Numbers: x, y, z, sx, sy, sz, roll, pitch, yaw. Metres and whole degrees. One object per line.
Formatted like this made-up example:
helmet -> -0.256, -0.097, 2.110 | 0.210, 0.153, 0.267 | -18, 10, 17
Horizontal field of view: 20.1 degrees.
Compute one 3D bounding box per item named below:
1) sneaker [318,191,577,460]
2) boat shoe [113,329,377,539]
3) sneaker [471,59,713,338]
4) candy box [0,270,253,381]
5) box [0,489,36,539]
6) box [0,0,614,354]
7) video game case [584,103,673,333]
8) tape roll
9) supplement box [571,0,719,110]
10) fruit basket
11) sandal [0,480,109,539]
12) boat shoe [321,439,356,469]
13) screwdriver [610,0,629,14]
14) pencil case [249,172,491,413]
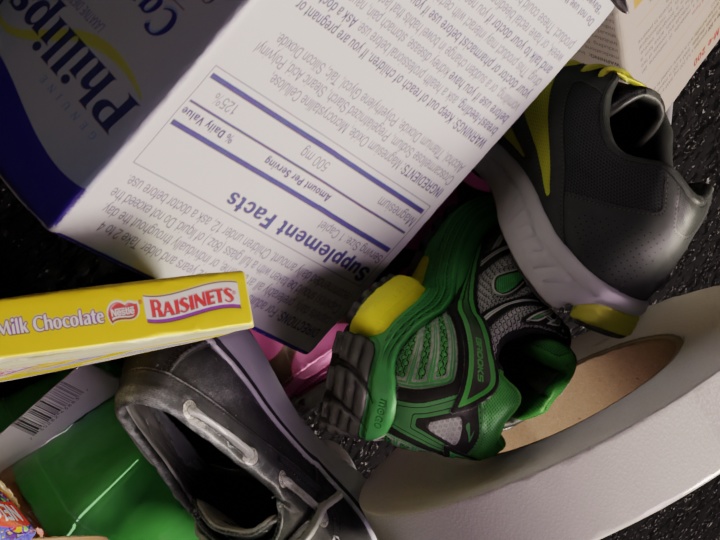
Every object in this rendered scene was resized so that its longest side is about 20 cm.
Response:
sneaker -> 0.054, 0.030, 0.860 | 0.200, 0.085, 0.078 | -46, 153, -58
boat shoe -> -0.043, 0.099, 0.869 | 0.068, 0.074, 0.199 | -73, 148, -41
sneaker -> 0.091, -0.061, 0.876 | 0.074, 0.200, 0.085 | 21, 122, -44
candy box -> -0.131, 0.028, 0.767 | 0.102, 0.200, 0.026 | -5, 85, -32
box -> -0.246, 0.045, 0.643 | 0.122, 0.193, 0.200 | -49, 146, -1
box -> -0.030, -0.091, 0.789 | 0.200, 0.105, 0.184 | -49, 147, 7
video game case -> 0.136, -0.013, 1.045 | 0.200, 0.022, 0.182 | -74, 172, -51
tape roll -> 0.095, 0.066, 0.856 | 0.203, 0.203, 0.037 | -31, 97, -25
supplement box -> 0.118, -0.171, 0.918 | 0.126, 0.073, 0.200 | -51, 148, -26
fruit basket -> -0.156, 0.131, 0.935 | 0.200, 0.094, 0.185 | -36, 145, 8
sandal -> -0.209, 0.089, 0.812 | 0.211, 0.070, 0.078 | -5, 168, -11
boat shoe -> -0.037, 0.151, 1.002 | 0.091, 0.200, 0.071 | -7, 118, -11
screwdriver -> 0.051, -0.173, 0.761 | 0.028, 0.200, 0.029 | -11, 144, -34
pencil case -> 0.000, 0.000, 0.954 | 0.200, 0.094, 0.091 | -38, 135, -18
